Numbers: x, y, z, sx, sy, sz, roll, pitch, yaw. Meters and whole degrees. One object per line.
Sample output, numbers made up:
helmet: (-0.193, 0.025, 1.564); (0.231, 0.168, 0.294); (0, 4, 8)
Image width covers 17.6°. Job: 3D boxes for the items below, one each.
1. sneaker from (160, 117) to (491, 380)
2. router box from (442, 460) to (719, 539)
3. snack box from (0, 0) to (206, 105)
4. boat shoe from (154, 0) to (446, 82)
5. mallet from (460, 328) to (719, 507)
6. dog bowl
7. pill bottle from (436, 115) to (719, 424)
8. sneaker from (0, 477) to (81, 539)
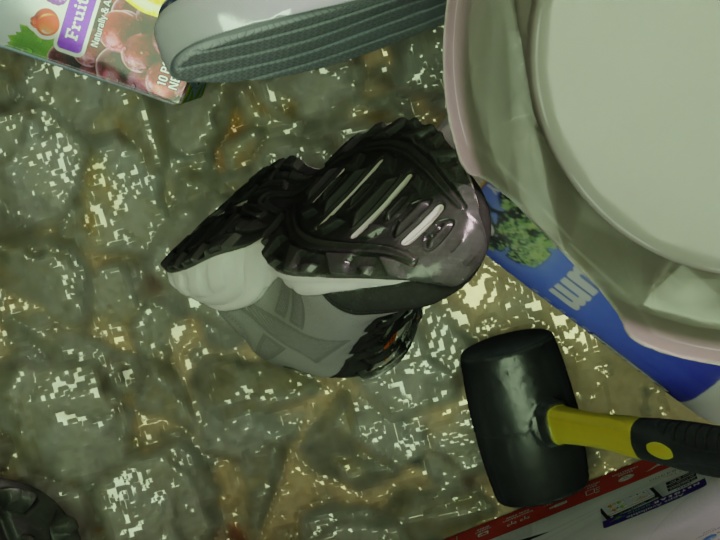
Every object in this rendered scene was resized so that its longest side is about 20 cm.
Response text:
sneaker: (0.000, 0.000, 0.829); (0.074, 0.200, 0.079); (-46, 104, -18)
router box: (0.053, 0.136, 0.841); (0.200, 0.180, 0.049); (-22, 97, 6)
snack box: (-0.136, -0.159, 0.873); (0.200, 0.053, 0.143); (19, 98, 1)
boat shoe: (0.014, -0.123, 0.854); (0.200, 0.072, 0.062); (-20, 79, -16)
mallet: (0.094, 0.050, 0.827); (0.041, 0.200, 0.066); (-19, 93, -24)
dog bowl: (0.127, -0.072, 0.746); (0.200, 0.059, 0.201); (2, 104, 7)
pill bottle: (0.125, -0.014, 0.849); (0.200, 0.112, 0.112); (37, 99, -2)
sneaker: (-0.210, 0.130, 0.914); (0.200, 0.098, 0.071); (-17, 85, -17)
